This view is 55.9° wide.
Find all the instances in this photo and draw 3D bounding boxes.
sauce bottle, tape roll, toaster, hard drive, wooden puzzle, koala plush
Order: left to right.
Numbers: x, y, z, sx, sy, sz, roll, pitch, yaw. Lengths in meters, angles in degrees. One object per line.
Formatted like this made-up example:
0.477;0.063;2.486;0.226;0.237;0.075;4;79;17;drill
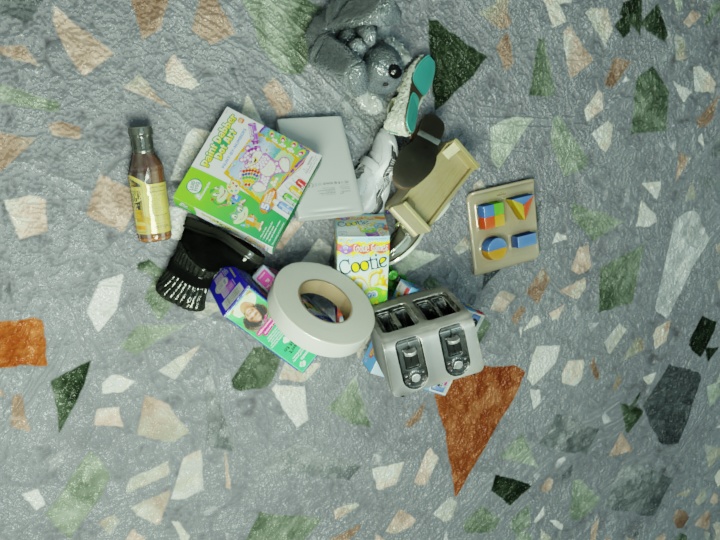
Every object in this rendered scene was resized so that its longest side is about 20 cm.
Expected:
-0.376;-0.152;1.199;0.066;0.066;0.202;-10;106;-22;sauce bottle
-0.078;-0.195;1.289;0.131;0.027;0.202;-8;76;-22;hard drive
-0.069;0.066;1.221;0.201;0.204;0.037;10;131;-27;tape roll
0.013;-0.402;1.280;0.199;0.183;0.178;23;93;-50;koala plush
0.116;0.128;1.284;0.179;0.200;0.120;-15;111;-6;toaster
0.337;-0.097;1.560;0.184;0.046;0.202;-14;110;-22;wooden puzzle

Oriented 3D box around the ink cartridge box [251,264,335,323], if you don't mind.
-0.109;0.074;1.295;0.042;0.119;0.200;-46;75;3;ink cartridge box

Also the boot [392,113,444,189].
0.110;-0.223;1.360;0.073;0.075;0.201;32;56;-6;boot

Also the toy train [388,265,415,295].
0.048;0.013;1.459;0.199;0.042;0.057;33;99;-29;toy train

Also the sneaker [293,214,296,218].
-0.190;-0.126;1.260;0.199;0.096;0.080;-11;145;-22;sneaker

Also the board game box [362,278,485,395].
0.133;0.143;1.424;0.195;0.056;0.201;21;101;-26;board game box

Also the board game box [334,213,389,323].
0.000;0.000;1.356;0.104;0.103;0.201;-1;119;-4;board game box

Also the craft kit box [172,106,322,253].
-0.198;-0.163;1.214;0.196;0.049;0.201;25;73;1;craft kit box

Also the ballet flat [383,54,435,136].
0.091;-0.352;1.353;0.072;0.072;0.201;36;59;-29;ballet flat

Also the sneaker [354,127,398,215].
0.002;-0.191;1.359;0.114;0.075;0.201;6;104;-29;sneaker

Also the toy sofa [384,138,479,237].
0.144;-0.169;1.390;0.083;0.097;0.200;44;69;-17;toy sofa

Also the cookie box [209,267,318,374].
-0.180;0.087;1.295;0.200;0.171;0.075;41;89;-28;cookie box

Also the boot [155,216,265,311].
-0.271;0.005;1.219;0.079;0.210;0.159;24;89;-50;boot

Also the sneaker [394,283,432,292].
0.119;0.126;1.476;0.114;0.076;0.202;6;116;-15;sneaker

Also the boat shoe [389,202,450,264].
0.108;-0.100;1.439;0.202;0.072;0.060;-49;117;-13;boat shoe
